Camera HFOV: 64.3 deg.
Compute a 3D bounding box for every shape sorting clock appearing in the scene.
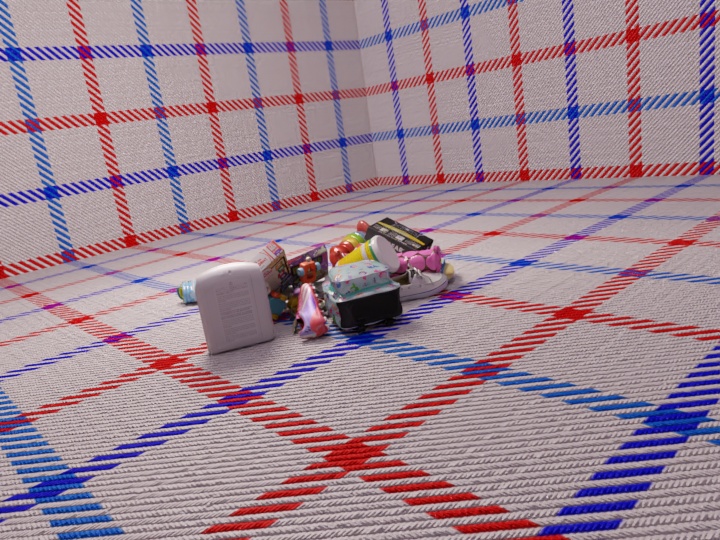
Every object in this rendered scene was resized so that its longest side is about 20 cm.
[{"bbox_3d":[0.176,0.014,1.683,0.199,0.039,0.200,-11,26,5],"label":"shape sorting clock"}]

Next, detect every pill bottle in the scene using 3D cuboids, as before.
[{"bbox_3d":[0.000,0.000,1.585,0.200,0.113,0.113,-34,3,25],"label":"pill bottle"}]

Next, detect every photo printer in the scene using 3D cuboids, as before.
[{"bbox_3d":[-0.301,0.083,1.368,0.165,0.201,0.069,-13,15,-16],"label":"photo printer"}]

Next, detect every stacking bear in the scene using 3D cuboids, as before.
[{"bbox_3d":[-0.035,-0.076,2.032,0.114,0.122,0.200,38,44,20],"label":"stacking bear"}]

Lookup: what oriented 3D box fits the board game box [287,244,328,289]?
[{"bbox_3d":[-0.151,-0.005,1.673,0.119,0.032,0.200,-20,-19,-10],"label":"board game box"}]

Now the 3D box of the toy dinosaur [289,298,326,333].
[{"bbox_3d":[-0.136,0.107,1.499,0.088,0.048,0.200,11,26,37],"label":"toy dinosaur"}]

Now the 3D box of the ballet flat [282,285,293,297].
[{"bbox_3d":[-0.287,0.086,1.666,0.199,0.068,0.064,-5,42,16],"label":"ballet flat"}]

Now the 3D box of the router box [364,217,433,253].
[{"bbox_3d":[0.136,-0.109,2.002,0.199,0.052,0.157,28,28,20],"label":"router box"}]

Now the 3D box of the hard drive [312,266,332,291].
[{"bbox_3d":[-0.116,0.025,1.845,0.131,0.026,0.200,-16,16,-26],"label":"hard drive"}]

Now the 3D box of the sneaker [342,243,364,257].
[{"bbox_3d":[-0.024,-0.036,1.799,0.112,0.072,0.200,12,27,-16],"label":"sneaker"}]

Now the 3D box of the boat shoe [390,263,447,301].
[{"bbox_3d":[0.141,0.023,1.543,0.201,0.087,0.075,-12,32,-10],"label":"boat shoe"}]

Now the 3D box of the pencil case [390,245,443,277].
[{"bbox_3d":[0.133,-0.025,1.640,0.199,0.091,0.094,-4,52,19],"label":"pencil case"}]

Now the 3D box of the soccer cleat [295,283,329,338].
[{"bbox_3d":[-0.134,0.097,1.421,0.076,0.067,0.200,-18,35,-9],"label":"soccer cleat"}]

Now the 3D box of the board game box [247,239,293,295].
[{"bbox_3d":[-0.256,0.026,1.524,0.046,0.200,0.151,40,72,17],"label":"board game box"}]

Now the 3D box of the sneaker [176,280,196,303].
[{"bbox_3d":[-0.529,0.049,1.885,0.130,0.080,0.200,-7,13,2],"label":"sneaker"}]

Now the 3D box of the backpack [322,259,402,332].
[{"bbox_3d":[-0.005,0.057,1.428,0.177,0.152,0.200,-14,10,-16],"label":"backpack"}]

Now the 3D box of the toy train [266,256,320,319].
[{"bbox_3d":[-0.199,0.046,1.553,0.199,0.151,0.055,-24,34,-35],"label":"toy train"}]
